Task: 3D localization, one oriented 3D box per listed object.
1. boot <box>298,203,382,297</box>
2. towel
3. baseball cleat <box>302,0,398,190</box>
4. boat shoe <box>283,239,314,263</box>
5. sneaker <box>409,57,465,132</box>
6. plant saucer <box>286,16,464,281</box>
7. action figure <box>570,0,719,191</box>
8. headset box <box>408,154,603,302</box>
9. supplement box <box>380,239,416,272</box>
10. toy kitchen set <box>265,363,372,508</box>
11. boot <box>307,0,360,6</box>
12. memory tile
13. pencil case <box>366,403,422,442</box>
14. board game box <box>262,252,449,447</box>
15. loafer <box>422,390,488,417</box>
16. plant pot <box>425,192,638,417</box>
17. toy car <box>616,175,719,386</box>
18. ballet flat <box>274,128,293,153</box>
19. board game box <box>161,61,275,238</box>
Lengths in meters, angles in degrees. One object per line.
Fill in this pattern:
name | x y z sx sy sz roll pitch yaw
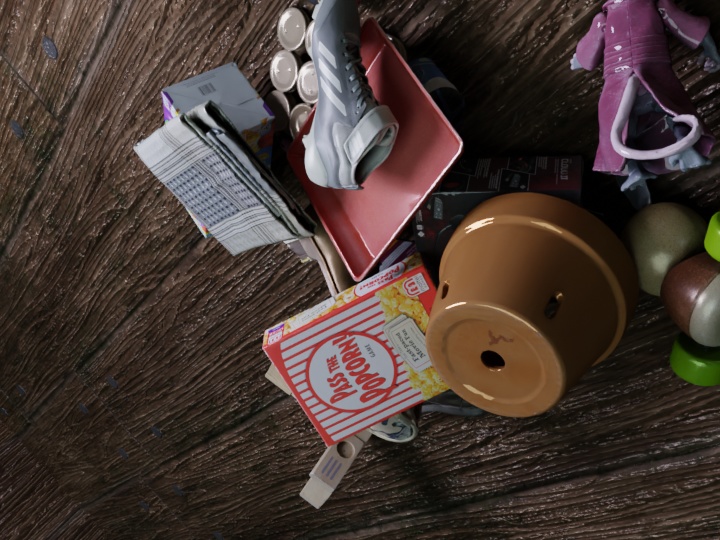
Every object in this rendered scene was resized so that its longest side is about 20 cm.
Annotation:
boot | 0.000 0.000 0.907 0.075 0.074 0.201 -33 88 18
towel | -0.164 -0.095 0.892 0.193 0.035 0.199 50 148 -21
baseball cleat | -0.003 -0.182 0.772 0.106 0.070 0.202 13 105 33
boat shoe | -0.030 -0.050 1.037 0.199 0.072 0.060 -11 121 48
sneaker | 0.069 -0.155 0.883 0.200 0.075 0.077 108 148 -54
plant saucer | 0.015 -0.126 0.814 0.200 0.037 0.200 -53 54 35
action figure | 0.231 -0.176 0.663 0.133 0.149 0.202 -10 84 33
headset box | 0.163 -0.044 0.842 0.198 0.075 0.149 1 127 16
supplement box | 0.103 0.035 0.962 0.199 0.110 0.086 11 129 33
toy kitchen set | -0.074 0.213 1.195 0.199 0.181 0.163 35 137 5
boot | -0.058 -0.368 0.801 0.150 0.073 0.201 34 141 14
memory tile | -0.036 -0.213 0.895 0.199 0.017 0.154 28 116 34
pencil case | 0.065 0.134 1.005 0.078 0.200 0.089 39 135 -9
board game box | 0.013 0.092 0.867 0.199 0.046 0.152 -28 112 9
loafer | 0.101 0.161 1.104 0.199 0.073 0.072 -4 114 32
plant pot | 0.152 0.045 0.746 0.199 0.140 0.201 20 134 22
toy car | 0.322 -0.021 0.756 0.200 0.157 0.165 46 145 46
ballet flat | -0.035 -0.139 0.967 0.200 0.069 0.071 37 162 31
board game box | -0.185 -0.152 1.005 0.103 0.104 0.200 53 156 18
